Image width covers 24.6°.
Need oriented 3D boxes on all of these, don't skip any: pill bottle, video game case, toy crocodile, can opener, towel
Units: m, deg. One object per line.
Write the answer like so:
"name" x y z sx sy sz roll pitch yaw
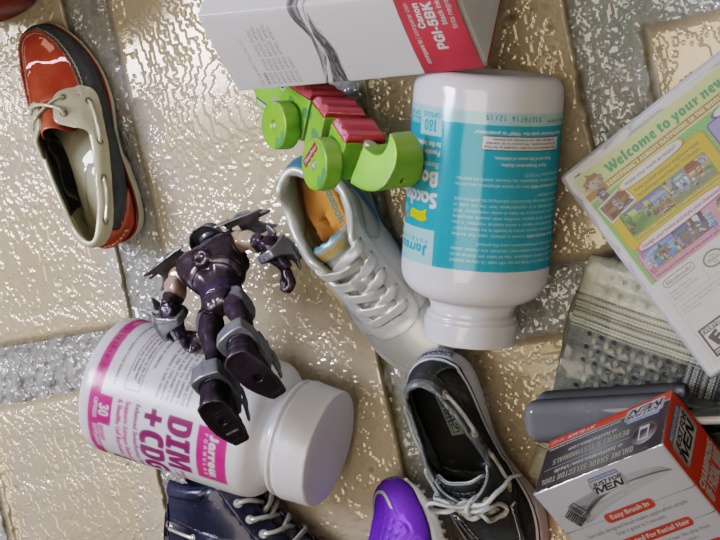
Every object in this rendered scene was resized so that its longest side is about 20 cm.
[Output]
"pill bottle" -0.114 0.115 1.324 0.200 0.113 0.113 15 104 20
"video game case" 0.273 -0.055 1.163 0.200 0.022 0.182 -39 78 16
"toy crocodile" -0.021 -0.106 1.235 0.200 0.067 0.062 45 130 51
"can opener" 0.220 0.117 1.185 0.200 0.053 0.067 -6 98 25
"pill bottle" 0.088 -0.046 1.214 0.111 0.111 0.200 8 101 22
"towel" 0.237 0.097 1.222 0.200 0.035 0.193 19 108 17

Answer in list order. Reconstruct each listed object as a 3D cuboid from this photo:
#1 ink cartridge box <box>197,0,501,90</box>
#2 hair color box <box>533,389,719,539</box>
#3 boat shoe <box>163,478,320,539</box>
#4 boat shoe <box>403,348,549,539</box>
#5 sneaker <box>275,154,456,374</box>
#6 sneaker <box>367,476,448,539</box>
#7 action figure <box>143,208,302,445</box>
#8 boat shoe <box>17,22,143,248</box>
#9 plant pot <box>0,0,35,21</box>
"ink cartridge box" -0.001 -0.217 1.201 0.200 0.083 0.147 -3 53 23
"hair color box" 0.228 0.191 1.171 0.111 0.064 0.200 -27 113 33
"boat shoe" -0.075 0.216 1.344 0.200 0.075 0.093 4 106 22
"boat shoe" 0.085 0.159 1.252 0.074 0.068 0.200 -12 110 22
"sneaker" 0.000 0.000 1.276 0.076 0.081 0.200 -36 85 22
"sneaker" 0.014 0.255 1.263 0.070 0.099 0.200 134 133 -60
"action figure" -0.104 0.030 1.260 0.130 0.069 0.200 -38 38 21
"boat shoe" -0.241 -0.113 1.371 0.071 0.063 0.200 -21 88 26
"plant pot" -0.355 -0.272 1.321 0.201 0.195 0.201 4 100 22
